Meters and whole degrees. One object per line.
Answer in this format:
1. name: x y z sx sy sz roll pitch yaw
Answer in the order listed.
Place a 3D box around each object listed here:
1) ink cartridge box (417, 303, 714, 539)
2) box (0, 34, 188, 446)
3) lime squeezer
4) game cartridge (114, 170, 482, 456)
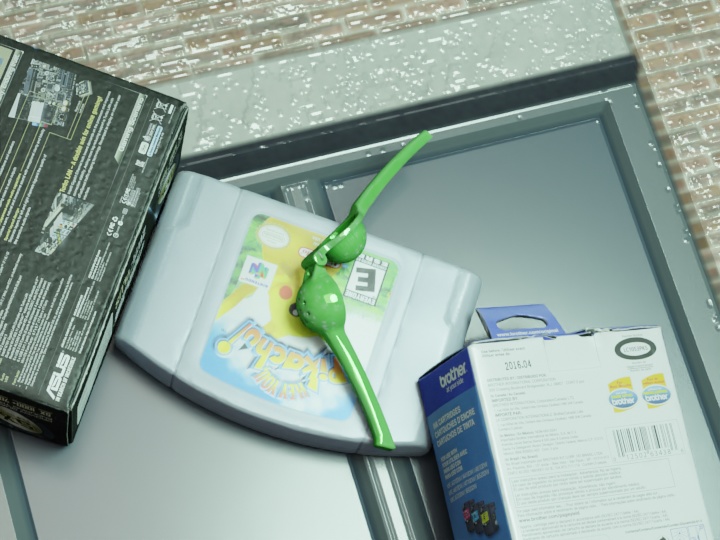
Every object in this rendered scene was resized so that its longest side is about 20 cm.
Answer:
1. ink cartridge box: 0.118 0.109 1.068 0.136 0.076 0.201 -4 74 -27
2. box: -0.209 -0.023 1.069 0.163 0.086 0.201 19 70 -3
3. lime squeezer: 0.000 0.000 1.085 0.070 0.038 0.201 10 70 -6
4. game cartridge: -0.038 0.033 1.107 0.199 0.040 0.134 19 74 -2
